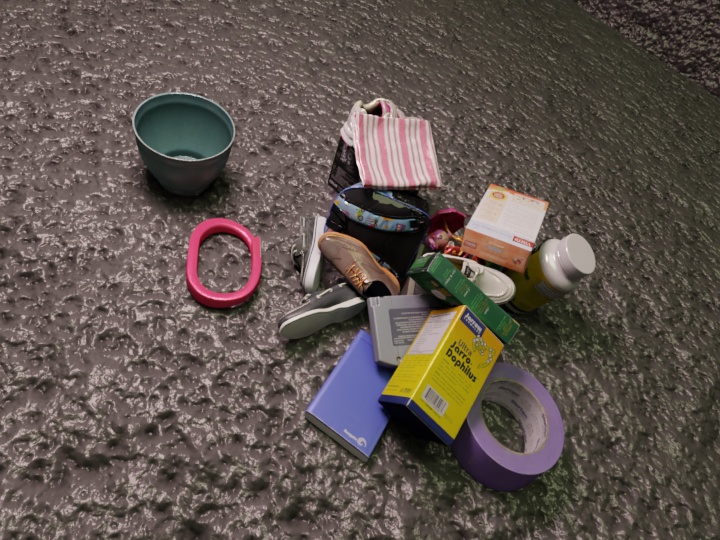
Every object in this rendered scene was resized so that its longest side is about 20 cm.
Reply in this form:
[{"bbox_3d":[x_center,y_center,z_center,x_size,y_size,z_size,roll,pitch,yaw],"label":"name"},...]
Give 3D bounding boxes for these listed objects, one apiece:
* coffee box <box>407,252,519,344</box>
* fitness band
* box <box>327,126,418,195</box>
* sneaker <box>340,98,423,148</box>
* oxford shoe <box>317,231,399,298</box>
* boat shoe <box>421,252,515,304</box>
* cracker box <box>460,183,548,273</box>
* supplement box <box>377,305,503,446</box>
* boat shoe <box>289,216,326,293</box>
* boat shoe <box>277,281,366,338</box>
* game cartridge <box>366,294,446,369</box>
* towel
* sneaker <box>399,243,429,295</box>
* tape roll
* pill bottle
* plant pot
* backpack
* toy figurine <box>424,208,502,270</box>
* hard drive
[{"bbox_3d":[0.182,0.050,0.984,0.198,0.123,0.044,41,80,-8],"label":"coffee box"},{"bbox_3d":[-0.261,-0.017,1.047,0.138,0.038,0.205,4,51,-15],"label":"fitness band"},{"bbox_3d":[0.036,-0.217,1.231,0.199,0.166,0.086,40,50,15],"label":"box"},{"bbox_3d":[0.058,-0.308,1.141,0.193,0.089,0.083,-8,56,-25],"label":"sneaker"},{"bbox_3d":[0.000,0.000,1.046,0.197,0.072,0.073,35,20,-12],"label":"oxford shoe"},{"bbox_3d":[0.204,0.011,1.051,0.194,0.070,0.073,22,83,13],"label":"boat shoe"},{"bbox_3d":[0.295,-0.090,1.103,0.130,0.059,0.201,21,40,16],"label":"cracker box"},{"bbox_3d":[0.138,0.177,0.937,0.109,0.108,0.202,41,68,-14],"label":"supplement box"},{"bbox_3d":[-0.110,-0.033,1.103,0.068,0.074,0.204,5,42,-2],"label":"boat shoe"},{"bbox_3d":[-0.079,0.071,1.024,0.196,0.076,0.061,-12,57,-43],"label":"boat shoe"},{"bbox_3d":[0.107,0.115,1.020,0.193,0.041,0.139,0,79,-25],"label":"game cartridge"},{"bbox_3d":[0.075,-0.232,1.071,0.194,0.030,0.152,-3,77,-30],"label":"towel"},{"bbox_3d":[0.135,0.042,1.136,0.104,0.075,0.204,28,48,-12],"label":"sneaker"},{"bbox_3d":[0.257,0.278,0.978,0.192,0.086,0.205,10,51,-12],"label":"tape roll"},{"bbox_3d":[0.390,0.006,1.151,0.109,0.199,0.116,13,61,-25],"label":"pill bottle"},{"bbox_3d":[-0.361,-0.244,1.119,0.193,0.136,0.206,10,49,-12],"label":"plant pot"},{"bbox_3d":[0.028,-0.092,1.112,0.194,0.187,0.136,21,30,-6],"label":"backpack"},{"bbox_3d":[0.209,-0.048,1.185,0.183,0.153,0.198,40,55,21],"label":"toy figurine"},{"bbox_3d":[0.005,0.215,0.969,0.130,0.026,0.201,33,49,6],"label":"hard drive"}]
